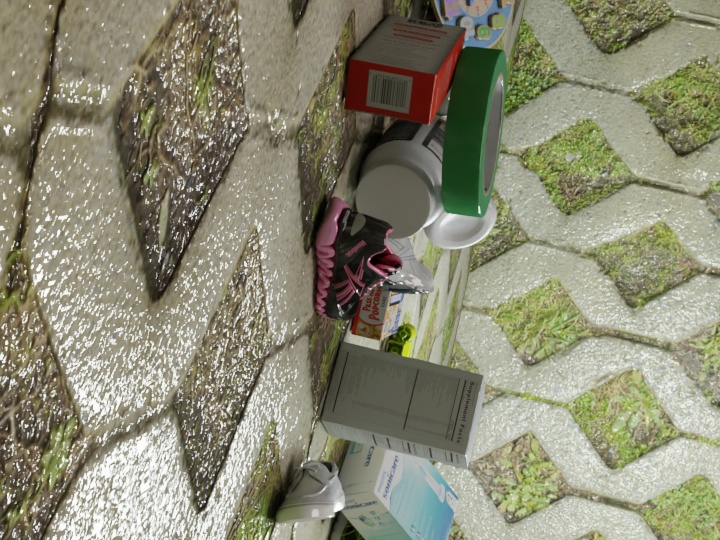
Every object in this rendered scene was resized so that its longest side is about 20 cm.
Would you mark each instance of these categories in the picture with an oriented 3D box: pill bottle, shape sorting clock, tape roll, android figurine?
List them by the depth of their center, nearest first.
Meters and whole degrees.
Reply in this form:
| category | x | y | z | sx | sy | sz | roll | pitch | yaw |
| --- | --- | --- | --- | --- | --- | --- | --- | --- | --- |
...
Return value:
| category | x | y | z | sx | sy | sz | roll | pitch | yaw |
| --- | --- | --- | --- | --- | --- | --- | --- | --- | --- |
| tape roll | 0.138 | -0.167 | 1.593 | 0.200 | 0.048 | 0.203 | 8 | 90 | -78 |
| pill bottle | 0.061 | -0.118 | 1.650 | 0.200 | 0.115 | 0.118 | -58 | 158 | -63 |
| shape sorting clock | 0.155 | -0.401 | 1.802 | 0.199 | 0.039 | 0.203 | -5 | 98 | -45 |
| pill bottle | 0.116 | -0.134 | 1.834 | 0.105 | 0.103 | 0.201 | 92 | -13 | -49 |
| android figurine | 0.060 | 0.181 | 2.284 | 0.200 | 0.041 | 0.184 | 10 | 92 | -79 |

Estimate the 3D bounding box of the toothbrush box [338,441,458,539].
| category | x | y | z | sx | sy | sz | roll | pitch | yaw |
| --- | --- | --- | --- | --- | --- | --- | --- | --- | --- |
| toothbrush box | 0.056 | 0.353 | 2.044 | 0.201 | 0.085 | 0.147 | 53 | 38 | -30 |

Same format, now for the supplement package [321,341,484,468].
| category | x | y | z | sx | sy | sz | roll | pitch | yaw |
| --- | --- | --- | --- | --- | --- | --- | --- | --- | --- |
| supplement package | 0.060 | 0.183 | 1.774 | 0.110 | 0.197 | 0.115 | 73 | 31 | -71 |

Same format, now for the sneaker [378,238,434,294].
| category | x | y | z | sx | sy | sz | roll | pitch | yaw |
| --- | --- | --- | --- | --- | --- | --- | --- | --- | --- |
| sneaker | 0.047 | -0.016 | 1.735 | 0.200 | 0.074 | 0.088 | 21 | 72 | -64 |

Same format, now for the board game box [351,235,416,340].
| category | x | y | z | sx | sy | sz | roll | pitch | yaw |
| --- | --- | --- | --- | --- | --- | --- | --- | --- | --- |
| board game box | 0.040 | -0.008 | 1.881 | 0.151 | 0.046 | 0.203 | -8 | 109 | -80 |

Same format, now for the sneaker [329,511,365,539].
| category | x | y | z | sx | sy | sz | roll | pitch | yaw |
| --- | --- | --- | --- | --- | --- | --- | --- | --- | --- |
| sneaker | 0.002 | 0.411 | 2.086 | 0.075 | 0.084 | 0.202 | 88 | 16 | -53 |

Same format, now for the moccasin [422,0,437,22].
| category | x | y | z | sx | sy | sz | roll | pitch | yaw |
| --- | --- | --- | --- | --- | --- | --- | --- | --- | --- |
| moccasin | 0.120 | -0.357 | 1.856 | 0.078 | 0.073 | 0.203 | -74 | -176 | -76 |

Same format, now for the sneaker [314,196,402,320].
| category | x | y | z | sx | sy | sz | roll | pitch | yaw |
| --- | --- | --- | --- | --- | --- | --- | --- | --- | --- |
| sneaker | 0.000 | 0.000 | 1.500 | 0.201 | 0.094 | 0.080 | 90 | 14 | -58 |

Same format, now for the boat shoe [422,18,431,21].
| category | x | y | z | sx | sy | sz | roll | pitch | yaw |
| --- | --- | --- | --- | --- | --- | --- | --- | --- | --- |
| boat shoe | 0.073 | -0.267 | 1.706 | 0.201 | 0.071 | 0.068 | -66 | 138 | -59 |

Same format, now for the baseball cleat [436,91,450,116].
| category | x | y | z | sx | sy | sz | roll | pitch | yaw |
| --- | --- | --- | --- | --- | --- | --- | --- | --- | --- |
| baseball cleat | 0.111 | -0.244 | 1.825 | 0.200 | 0.105 | 0.071 | -22 | 94 | -68 |

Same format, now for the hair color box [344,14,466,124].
| category | x | y | z | sx | sy | sz | roll | pitch | yaw |
| --- | --- | --- | --- | --- | --- | --- | --- | --- | --- |
| hair color box | 0.054 | -0.231 | 1.496 | 0.200 | 0.100 | 0.062 | -60 | 159 | -61 |

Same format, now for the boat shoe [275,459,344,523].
| category | x | y | z | sx | sy | sz | roll | pitch | yaw |
| --- | --- | --- | --- | --- | --- | --- | --- | --- | --- |
| boat shoe | -0.058 | 0.265 | 1.602 | 0.200 | 0.071 | 0.069 | 8 | 73 | -74 |
